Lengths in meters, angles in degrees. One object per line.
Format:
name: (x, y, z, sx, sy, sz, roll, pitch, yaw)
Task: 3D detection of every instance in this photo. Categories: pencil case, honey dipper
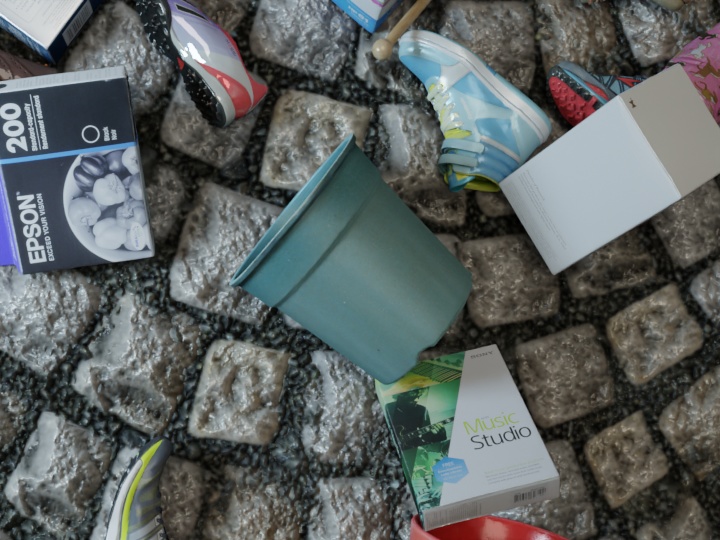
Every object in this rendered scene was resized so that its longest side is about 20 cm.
pencil case: (0.385, -0.209, 1.291, 0.199, 0.086, 0.084, -37, 119, -39)
honey dipper: (0.069, -0.299, 1.300, 0.038, 0.038, 0.201, 37, 62, 0)

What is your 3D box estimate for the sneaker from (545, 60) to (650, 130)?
sneaker: (0.301, -0.184, 1.331, 0.198, 0.079, 0.096, 33, 65, -7)

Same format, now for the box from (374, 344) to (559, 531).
box: (0.105, 0.166, 1.207, 0.142, 0.037, 0.201, -12, 38, -8)

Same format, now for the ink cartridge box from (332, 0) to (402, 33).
ink cartridge box: (0.039, -0.361, 1.254, 0.084, 0.200, 0.145, 40, 80, 1)

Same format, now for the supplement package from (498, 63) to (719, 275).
supplement package: (0.266, -0.103, 1.227, 0.120, 0.200, 0.121, -28, 84, -38)

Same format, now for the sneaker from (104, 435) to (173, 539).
sneaker: (-0.223, 0.272, 1.209, 0.080, 0.074, 0.203, 17, 88, -10)

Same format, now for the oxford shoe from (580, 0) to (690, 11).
oxford shoe: (0.285, -0.339, 1.355, 0.197, 0.071, 0.075, 25, 105, -3)

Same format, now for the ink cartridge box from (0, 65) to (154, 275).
ink cartridge box: (-0.325, -0.099, 1.216, 0.196, 0.043, 0.201, -8, 113, -7)

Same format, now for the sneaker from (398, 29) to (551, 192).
sneaker: (0.102, -0.167, 1.295, 0.199, 0.080, 0.131, 35, 79, 1)

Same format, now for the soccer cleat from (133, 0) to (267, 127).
soccer cleat: (-0.181, -0.255, 1.291, 0.073, 0.068, 0.202, -31, 85, -28)

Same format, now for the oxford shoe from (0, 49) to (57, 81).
oxford shoe: (-0.371, -0.202, 1.264, 0.200, 0.071, 0.073, 46, 63, -5)

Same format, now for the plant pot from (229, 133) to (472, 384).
plant pot: (0.000, 0.000, 1.212, 0.196, 0.200, 0.201, 40, 80, -7)

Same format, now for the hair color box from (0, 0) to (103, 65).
hair color box: (-0.388, -0.327, 1.275, 0.199, 0.061, 0.101, 36, 80, -1)

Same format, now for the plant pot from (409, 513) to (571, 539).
plant pot: (0.129, 0.356, 1.177, 0.197, 0.200, 0.181, 10, 92, -4)
